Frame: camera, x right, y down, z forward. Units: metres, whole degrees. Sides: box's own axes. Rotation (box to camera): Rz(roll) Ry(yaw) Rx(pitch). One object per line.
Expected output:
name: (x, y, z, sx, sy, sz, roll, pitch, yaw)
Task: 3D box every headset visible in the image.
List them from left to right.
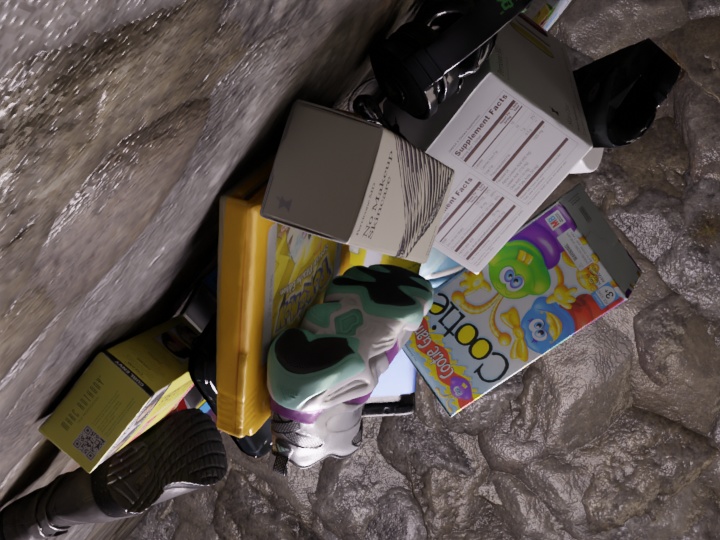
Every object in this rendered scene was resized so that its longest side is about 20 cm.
headset: (0.063, -0.152, 0.855, 0.199, 0.094, 0.124, -27, -165, 48)

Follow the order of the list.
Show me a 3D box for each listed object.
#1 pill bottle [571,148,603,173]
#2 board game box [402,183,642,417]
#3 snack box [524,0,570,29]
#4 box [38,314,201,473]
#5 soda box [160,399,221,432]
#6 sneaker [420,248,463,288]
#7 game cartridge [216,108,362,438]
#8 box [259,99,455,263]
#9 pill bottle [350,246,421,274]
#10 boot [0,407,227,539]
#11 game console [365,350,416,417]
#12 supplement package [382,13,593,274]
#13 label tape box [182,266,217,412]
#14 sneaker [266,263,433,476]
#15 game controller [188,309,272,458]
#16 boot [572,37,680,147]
pill bottle: (0.153, -0.147, 1.225, 0.197, 0.121, 0.120, 0, -151, 31)
board game box: (0.141, 0.027, 1.043, 0.199, 0.104, 0.105, -37, 178, 25)
snack box: (0.187, -0.296, 1.310, 0.201, 0.067, 0.169, -51, 178, -24)
box: (-0.167, 0.087, 0.863, 0.076, 0.050, 0.200, -50, 179, 7)
soda box: (-0.191, 0.155, 1.151, 0.063, 0.071, 0.200, -27, 180, 6)
sneaker: (0.101, -0.027, 1.309, 0.079, 0.132, 0.200, 2, -153, 36)
game cartridge: (-0.051, 0.003, 0.852, 0.176, 0.032, 0.203, -47, 147, -53)
box: (0.005, -0.057, 0.810, 0.200, 0.067, 0.083, 6, 102, -72)
pill bottle: (0.000, 0.000, 1.108, 0.114, 0.113, 0.203, -45, 153, -58)
boot: (-0.206, 0.175, 0.960, 0.130, 0.071, 0.199, -23, 171, 21)
game console: (-0.040, 0.105, 1.283, 0.171, 0.196, 0.121, -167, -104, -83)
supplement package: (0.103, -0.131, 1.006, 0.156, 0.110, 0.201, -50, -160, 29)
label tape box: (-0.111, 0.042, 1.047, 0.144, 0.063, 0.200, -45, 175, -41)
sneaker: (-0.014, 0.086, 0.896, 0.199, 0.077, 0.142, -33, 140, -49)
game controller: (-0.084, 0.079, 0.933, 0.201, 0.042, 0.105, 73, 38, -59)
boot: (0.191, -0.116, 1.034, 0.200, 0.065, 0.167, 11, -99, 69)
